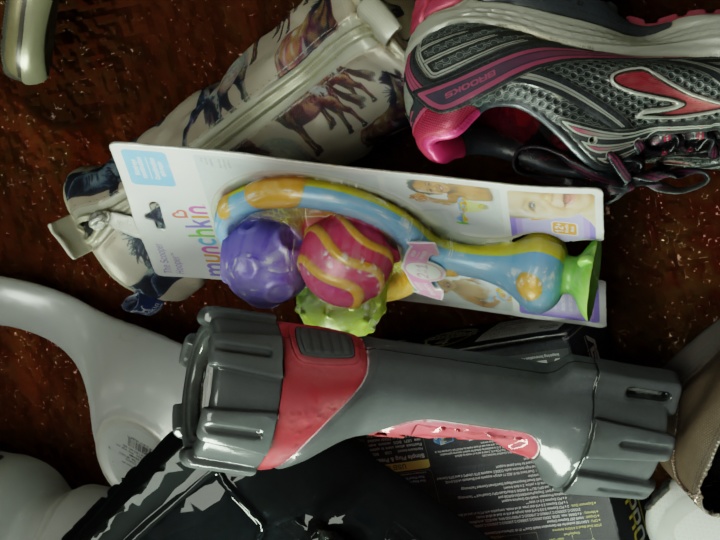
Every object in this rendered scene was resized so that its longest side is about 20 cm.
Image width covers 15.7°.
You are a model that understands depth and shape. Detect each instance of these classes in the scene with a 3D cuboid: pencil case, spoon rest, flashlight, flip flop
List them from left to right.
[{"bbox_3d":[-0.116,-0.171,1.156,0.058,0.081,0.200,16,115,-1],"label":"flip flop"},{"bbox_3d":[-0.121,0.055,1.216,0.200,0.061,0.099,29,131,22],"label":"spoon rest"},{"bbox_3d":[-0.043,-0.061,1.146,0.200,0.089,0.078,-36,90,29],"label":"pencil case"},{"bbox_3d":[0.026,0.061,1.072,0.200,0.068,0.068,10,82,-17],"label":"flashlight"}]

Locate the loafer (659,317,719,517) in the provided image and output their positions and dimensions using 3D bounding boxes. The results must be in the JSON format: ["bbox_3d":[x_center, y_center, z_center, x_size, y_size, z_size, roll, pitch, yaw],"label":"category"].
[{"bbox_3d":[0.193,0.032,1.068,0.073,0.071,0.200,14,132,-28],"label":"loafer"}]

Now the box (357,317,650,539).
[{"bbox_3d":[0.031,0.109,1.191,0.200,0.049,0.161,-10,101,28],"label":"box"}]

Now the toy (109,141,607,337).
[{"bbox_3d":[0.000,0.000,1.076,0.200,0.047,0.115,3,151,8],"label":"toy"}]

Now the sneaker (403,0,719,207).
[{"bbox_3d":[0.114,-0.060,1.051,0.200,0.075,0.081,10,149,-2],"label":"sneaker"}]

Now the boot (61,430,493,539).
[{"bbox_3d":[-0.044,0.151,1.141,0.168,0.076,0.200,44,106,-8],"label":"boot"}]

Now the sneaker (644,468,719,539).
[{"bbox_3d":[0.198,0.163,1.111,0.200,0.087,0.075,40,120,9],"label":"sneaker"}]

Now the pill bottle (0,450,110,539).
[{"bbox_3d":[-0.205,0.141,1.271,0.200,0.116,0.116,6,109,23],"label":"pill bottle"}]
